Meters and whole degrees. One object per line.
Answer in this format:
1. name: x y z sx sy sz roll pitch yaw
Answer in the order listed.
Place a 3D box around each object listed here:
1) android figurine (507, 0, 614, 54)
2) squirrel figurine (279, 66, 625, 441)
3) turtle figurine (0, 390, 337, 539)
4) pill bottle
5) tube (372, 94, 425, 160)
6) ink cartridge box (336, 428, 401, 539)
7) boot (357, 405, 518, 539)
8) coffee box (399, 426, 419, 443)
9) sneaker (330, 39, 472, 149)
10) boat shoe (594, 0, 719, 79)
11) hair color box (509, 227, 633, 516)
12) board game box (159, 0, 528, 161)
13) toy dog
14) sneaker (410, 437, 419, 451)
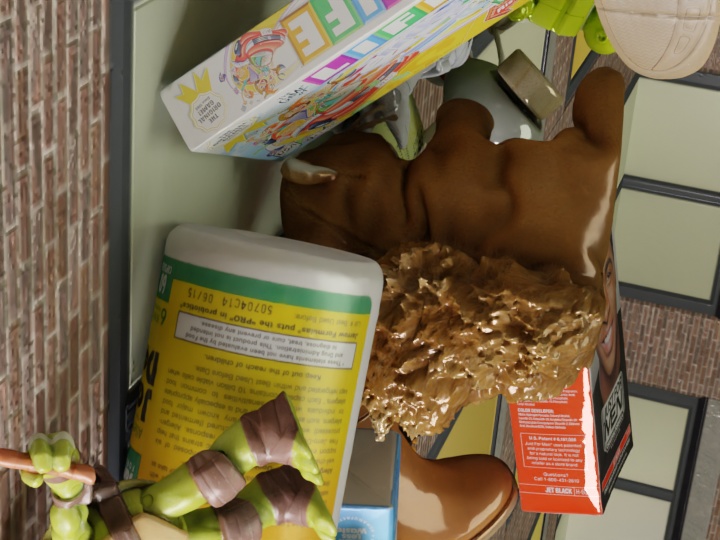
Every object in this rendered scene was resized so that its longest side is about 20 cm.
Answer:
1. android figurine: 0.110 -0.210 1.041 0.041 0.181 0.200 -61 176 26
2. squirrel figurine: 0.041 -0.011 0.831 0.142 0.184 0.202 94 5 -51
3. turtle figurine: -0.093 0.123 0.661 0.065 0.160 0.202 -128 -160 -52
4. pill bottle: -0.059 0.085 0.755 0.113 0.111 0.203 -4 105 -75
5. tube: 0.016 -0.091 1.013 0.200 0.051 0.059 -63 177 -65
6. ink cartridge box: -0.036 0.189 0.896 0.067 0.114 0.202 -85 176 -55
7. boot: 0.014 0.116 0.951 0.198 0.074 0.156 -17 124 -22
8. coffee box: 0.057 0.028 1.066 0.113 0.080 0.200 -39 -172 32
9. sneaker: 0.015 -0.132 0.952 0.200 0.074 0.116 28 75 -70
10. boat shoe: 0.149 -0.195 0.767 0.065 0.071 0.202 -63 142 -45
11. hair color box: 0.137 0.050 1.008 0.102 0.060 0.203 -46 131 -59
12. board game box: 0.011 -0.122 0.745 0.035 0.199 0.134 60 15 6
13. toy dog: 0.099 -0.116 1.098 0.096 0.131 0.201 48 29 -23
14. sneaker: -0.014 0.141 1.058 0.077 0.077 0.202 43 49 -46
